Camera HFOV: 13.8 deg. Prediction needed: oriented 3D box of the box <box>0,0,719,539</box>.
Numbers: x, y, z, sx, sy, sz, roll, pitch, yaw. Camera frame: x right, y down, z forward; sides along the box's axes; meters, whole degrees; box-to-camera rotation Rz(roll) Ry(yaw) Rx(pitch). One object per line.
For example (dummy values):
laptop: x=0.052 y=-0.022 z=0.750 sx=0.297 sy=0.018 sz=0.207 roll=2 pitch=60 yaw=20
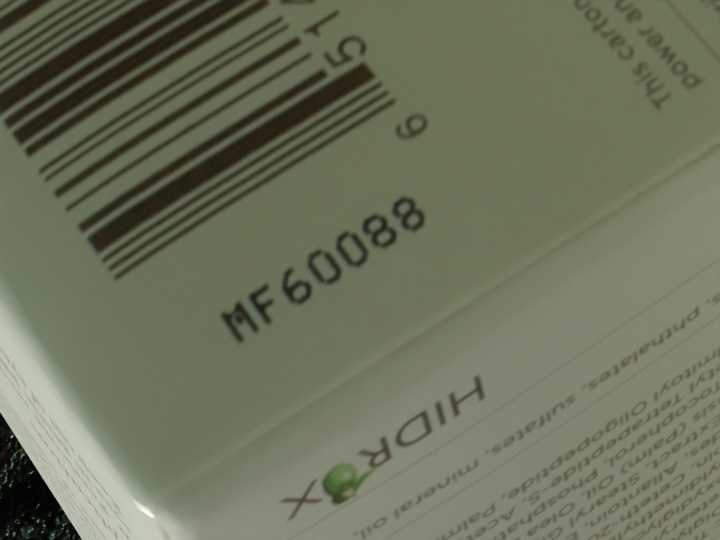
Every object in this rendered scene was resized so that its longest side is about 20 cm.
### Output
box: x=0.005 y=-0.030 z=0.623 sx=0.199 sy=0.199 sz=0.172 roll=52 pitch=167 yaw=31
